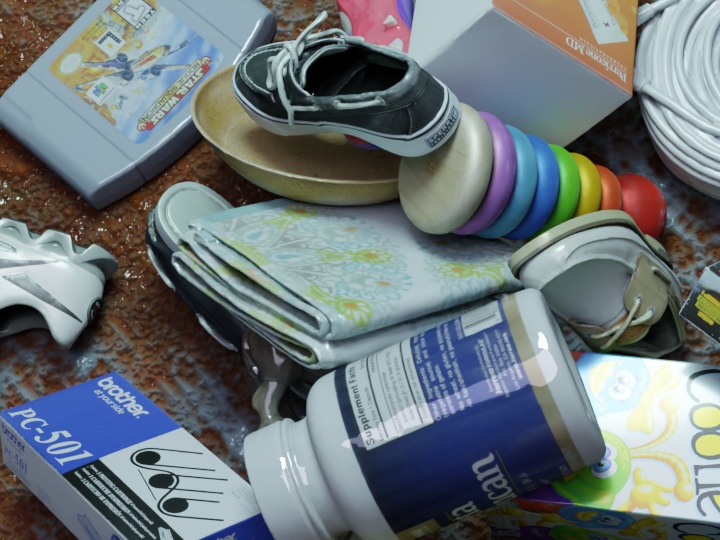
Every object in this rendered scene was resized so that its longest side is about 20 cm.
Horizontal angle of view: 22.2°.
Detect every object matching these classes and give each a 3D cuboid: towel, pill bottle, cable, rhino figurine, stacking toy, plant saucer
[{"bbox_3d":[0.000,0.000,1.203,0.199,0.048,0.171,-15,33,-37],"label":"towel"},{"bbox_3d":[0.036,0.098,1.094,0.199,0.111,0.112,-24,65,8],"label":"pill bottle"},{"bbox_3d":[0.290,-0.131,1.270,0.199,0.069,0.200,-32,62,-8],"label":"cable"},{"bbox_3d":[0.011,0.055,1.227,0.199,0.060,0.088,-9,78,-25],"label":"rhino figurine"},{"bbox_3d":[0.126,-0.050,1.219,0.199,0.085,0.086,12,62,-33],"label":"stacking toy"},{"bbox_3d":[-0.020,-0.095,1.287,0.199,0.036,0.201,4,31,-3],"label":"plant saucer"}]

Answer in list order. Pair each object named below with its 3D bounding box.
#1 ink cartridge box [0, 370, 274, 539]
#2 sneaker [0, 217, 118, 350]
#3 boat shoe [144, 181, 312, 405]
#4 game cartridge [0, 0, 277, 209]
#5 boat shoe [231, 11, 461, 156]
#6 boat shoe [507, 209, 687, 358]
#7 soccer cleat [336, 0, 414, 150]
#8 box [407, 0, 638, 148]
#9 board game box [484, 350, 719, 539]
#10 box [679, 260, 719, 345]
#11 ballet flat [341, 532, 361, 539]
[{"bbox_3d":[-0.148,0.138,1.191,0.094,0.044,0.200,-20,34,-32],"label":"ink cartridge box"},{"bbox_3d":[-0.281,0.003,1.314,0.199,0.074,0.089,15,69,15],"label":"sneaker"},{"bbox_3d":[-0.071,0.025,1.275,0.075,0.060,0.200,-36,84,-31],"label":"boat shoe"},{"bbox_3d":[-0.164,-0.148,1.379,0.133,0.042,0.200,37,78,25],"label":"game cartridge"},{"bbox_3d":[-0.025,-0.124,1.191,0.199,0.068,0.074,26,75,47],"label":"boat shoe"},{"bbox_3d":[0.162,0.013,1.170,0.075,0.200,0.069,-34,69,24],"label":"boat shoe"},{"bbox_3d":[0.017,-0.148,1.293,0.066,0.077,0.201,-24,42,17],"label":"soccer cleat"},{"bbox_3d":[0.116,-0.198,1.264,0.124,0.097,0.201,28,50,-24],"label":"box"},{"bbox_3d":[0.184,0.119,1.171,0.199,0.103,0.106,5,69,12],"label":"board game box"},{"bbox_3d":[0.302,0.031,1.152,0.137,0.200,0.040,40,121,21],"label":"box"},{"bbox_3d":[-0.028,0.184,1.172,0.067,0.062,0.201,30,97,-4],"label":"ballet flat"}]
